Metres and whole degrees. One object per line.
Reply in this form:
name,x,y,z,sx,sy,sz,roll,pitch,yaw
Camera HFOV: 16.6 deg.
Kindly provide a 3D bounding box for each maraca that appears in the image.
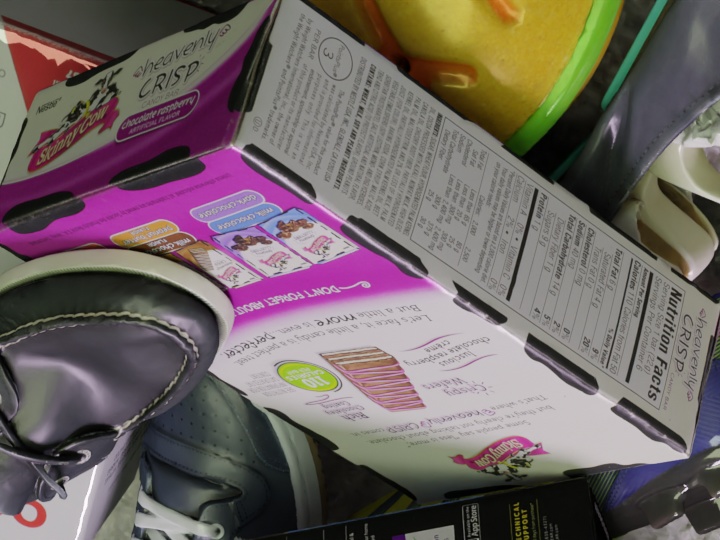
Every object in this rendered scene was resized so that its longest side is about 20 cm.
maraca,0.037,-0.116,0.802,0.137,0.107,0.201,43,113,29

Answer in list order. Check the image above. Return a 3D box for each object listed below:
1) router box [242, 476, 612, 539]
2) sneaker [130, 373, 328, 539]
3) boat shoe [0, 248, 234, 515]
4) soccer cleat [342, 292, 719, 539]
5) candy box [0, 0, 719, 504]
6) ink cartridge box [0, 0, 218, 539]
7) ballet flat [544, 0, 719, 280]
router box,0.033,0.157,0.885,0.148,0.051,0.200,-11,141,11
sneaker,-0.071,0.121,0.910,0.070,0.108,0.201,24,131,38
boat shoe,-0.118,0.051,0.807,0.199,0.066,0.074,-18,134,40
soccer cleat,0.069,0.069,0.906,0.200,0.065,0.084,-24,66,31
candy box,0.000,0.000,0.793,0.200,0.061,0.136,35,149,-30
ink cartridge box,-0.136,-0.011,0.906,0.144,0.084,0.201,20,116,5
ballet flat,0.099,-0.034,0.819,0.073,0.073,0.200,34,132,0
